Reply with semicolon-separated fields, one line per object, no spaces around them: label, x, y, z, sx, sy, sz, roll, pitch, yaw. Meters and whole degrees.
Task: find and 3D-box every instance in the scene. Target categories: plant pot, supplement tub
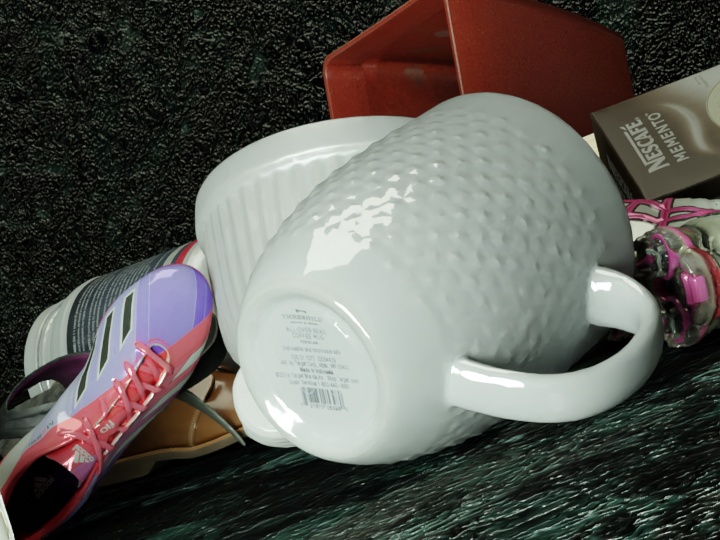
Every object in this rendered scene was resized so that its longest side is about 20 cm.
plant pot;0.105;-0.094;1.428;0.175;0.202;0.199;-6;-8;-28
supplement tub;-0.151;0.059;1.474;0.199;0.142;0.140;-18;3;34

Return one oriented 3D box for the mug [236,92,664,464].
mug;0.048;0.019;0.897;0.199;0.149;0.175;17;33;32

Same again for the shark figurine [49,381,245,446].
shark figurine;-0.190;0.121;1.275;0.213;0.090;0.128;-28;36;2

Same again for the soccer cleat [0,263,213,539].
soccer cleat;-0.154;0.085;1.127;0.200;0.067;0.077;-50;18;7

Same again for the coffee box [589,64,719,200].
coffee box;0.257;-0.073;1.160;0.198;0.080;0.115;-21;35;-1

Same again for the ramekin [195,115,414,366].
ramekin;0.000;0.000;1.159;0.198;0.106;0.201;-6;-26;-3

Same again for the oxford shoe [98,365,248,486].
oxford shoe;-0.109;0.089;1.297;0.198;0.072;0.071;-18;1;20

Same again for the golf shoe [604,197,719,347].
golf shoe;0.171;-0.002;1.012;0.091;0.073;0.200;-15;11;-15

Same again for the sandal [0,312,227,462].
sandal;-0.180;0.077;1.203;0.199;0.048;0.075;-33;35;-3

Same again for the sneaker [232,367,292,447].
sneaker;0.026;0.053;1.076;0.198;0.076;0.089;-16;-22;-2

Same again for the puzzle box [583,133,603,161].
puzzle box;0.234;-0.061;1.258;0.198;0.134;0.026;-21;44;0

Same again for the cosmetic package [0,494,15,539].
cosmetic package;-0.254;0.145;0.998;0.103;0.088;0.200;-20;1;-23
